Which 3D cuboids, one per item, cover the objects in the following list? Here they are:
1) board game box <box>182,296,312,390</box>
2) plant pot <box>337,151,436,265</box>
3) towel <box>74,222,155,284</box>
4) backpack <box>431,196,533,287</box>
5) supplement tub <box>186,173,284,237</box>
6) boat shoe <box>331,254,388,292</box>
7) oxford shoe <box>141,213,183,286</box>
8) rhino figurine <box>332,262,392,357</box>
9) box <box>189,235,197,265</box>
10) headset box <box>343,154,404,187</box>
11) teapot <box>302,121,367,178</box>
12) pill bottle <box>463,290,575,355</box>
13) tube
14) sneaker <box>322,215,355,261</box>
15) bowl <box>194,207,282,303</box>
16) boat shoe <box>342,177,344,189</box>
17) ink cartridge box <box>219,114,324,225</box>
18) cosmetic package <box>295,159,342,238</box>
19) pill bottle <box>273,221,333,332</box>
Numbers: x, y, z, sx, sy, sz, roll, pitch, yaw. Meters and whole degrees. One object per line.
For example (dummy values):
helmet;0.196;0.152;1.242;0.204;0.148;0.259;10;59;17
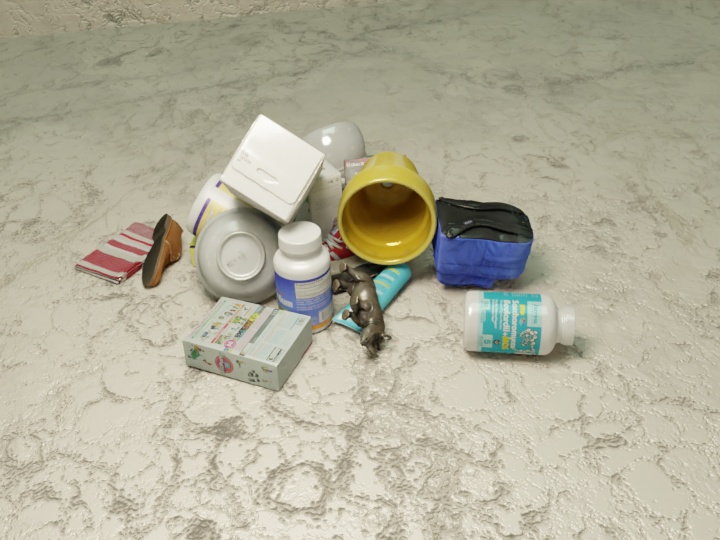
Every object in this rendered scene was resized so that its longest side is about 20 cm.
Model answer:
board game box;-0.209;0.132;1.411;0.197;0.065;0.148;13;37;19
plant pot;0.057;-0.145;1.560;0.198;0.203;0.190;0;34;4
towel;-0.536;-0.045;1.729;0.142;0.023;0.200;15;39;25
backpack;0.249;-0.056;1.554;0.197;0.169;0.164;1;42;-3
supplement tub;-0.259;-0.101;1.628;0.198;0.146;0.146;30;38;-3
boat shoe;0.000;0.000;1.604;0.198;0.058;0.067;-15;29;-24
oxford shoe;-0.433;-0.038;1.677;0.071;0.071;0.202;-30;37;34
rhino figurine;0.009;0.079;1.431;0.087;0.060;0.202;21;38;-40
box;-0.342;-0.087;1.749;0.074;0.051;0.201;-2;35;1
headset box;0.039;-0.172;1.718;0.146;0.075;0.203;-5;75;3
teapot;-0.069;-0.279;1.923;0.198;0.148;0.197;-21;-5;6
pill bottle;0.289;0.097;1.381;0.197;0.112;0.111;2;35;8
tube;0.030;0.054;1.526;0.077;0.051;0.200;18;46;31
sneaker;-0.074;-0.047;1.614;0.198;0.114;0.071;-20;39;-23
bowl;-0.238;-0.029;1.512;0.198;0.204;0.090;-7;1;-6
boat shoe;-0.003;-0.160;1.806;0.197;0.075;0.093;12;43;20
ink cartridge box;-0.165;-0.185;1.454;0.146;0.146;0.200;31;-2;-4
cosmetic package;-0.092;-0.134;1.664;0.084;0.202;0.108;-17;34;-23
pill bottle;-0.111;0.012;1.454;0.110;0.202;0.113;-2;34;1
